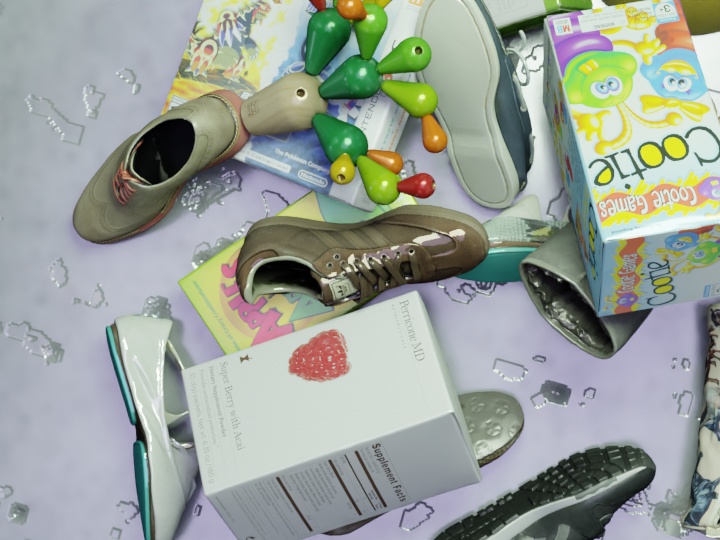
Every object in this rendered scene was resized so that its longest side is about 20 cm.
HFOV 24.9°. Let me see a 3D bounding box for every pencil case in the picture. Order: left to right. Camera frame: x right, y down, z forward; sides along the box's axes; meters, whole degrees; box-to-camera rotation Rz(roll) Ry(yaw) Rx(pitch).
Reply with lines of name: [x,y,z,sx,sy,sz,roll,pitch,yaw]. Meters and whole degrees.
pencil case: [0.305,0.117,1.294,0.078,0.089,0.200,8,90,5]

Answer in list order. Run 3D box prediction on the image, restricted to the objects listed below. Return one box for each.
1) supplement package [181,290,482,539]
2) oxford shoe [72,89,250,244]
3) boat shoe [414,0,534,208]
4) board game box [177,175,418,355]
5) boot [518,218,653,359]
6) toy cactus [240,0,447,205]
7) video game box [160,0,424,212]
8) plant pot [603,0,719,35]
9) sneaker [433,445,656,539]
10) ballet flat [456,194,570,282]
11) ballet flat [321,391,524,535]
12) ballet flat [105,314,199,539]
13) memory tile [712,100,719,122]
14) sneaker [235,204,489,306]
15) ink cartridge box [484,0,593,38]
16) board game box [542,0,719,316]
supplement package: [-0.022,0.122,1.285,0.200,0.120,0.121,-19,53,4]
oxford shoe: [-0.179,-0.081,1.312,0.200,0.075,0.071,-38,82,33]
boat shoe: [0.098,-0.143,1.280,0.075,0.062,0.200,4,131,36]
board game box: [-0.038,-0.004,1.343,0.200,0.048,0.102,-34,87,4]
boot: [0.188,-0.049,1.263,0.200,0.073,0.182,-38,75,-26]
toy cactus: [-0.022,-0.136,1.233,0.165,0.102,0.200,-17,87,31]
video game box: [-0.047,-0.166,1.313,0.200,0.047,0.182,22,92,25]
plant pot: [0.266,-0.295,1.272,0.200,0.142,0.200,0,89,4]
sneaker: [0.159,0.218,1.325,0.200,0.076,0.088,-29,102,8]
ballet flat: [0.164,-0.026,1.323,0.200,0.069,0.071,2,65,-2]
ballet flat: [0.045,0.163,1.341,0.200,0.046,0.067,-29,54,-1]
ballet flat: [-0.163,0.133,1.350,0.069,0.069,0.200,-11,88,5]
memory tile: [0.307,-0.051,1.270,0.200,0.017,0.153,28,60,-14]
sneaker: [0.000,0.000,1.265,0.200,0.076,0.071,-3,133,17]
ink cartridge box: [0.070,-0.255,1.327,0.200,0.076,0.148,-14,89,29]
board game box: [0.201,-0.084,1.177,0.103,0.105,0.200,-9,58,0]
